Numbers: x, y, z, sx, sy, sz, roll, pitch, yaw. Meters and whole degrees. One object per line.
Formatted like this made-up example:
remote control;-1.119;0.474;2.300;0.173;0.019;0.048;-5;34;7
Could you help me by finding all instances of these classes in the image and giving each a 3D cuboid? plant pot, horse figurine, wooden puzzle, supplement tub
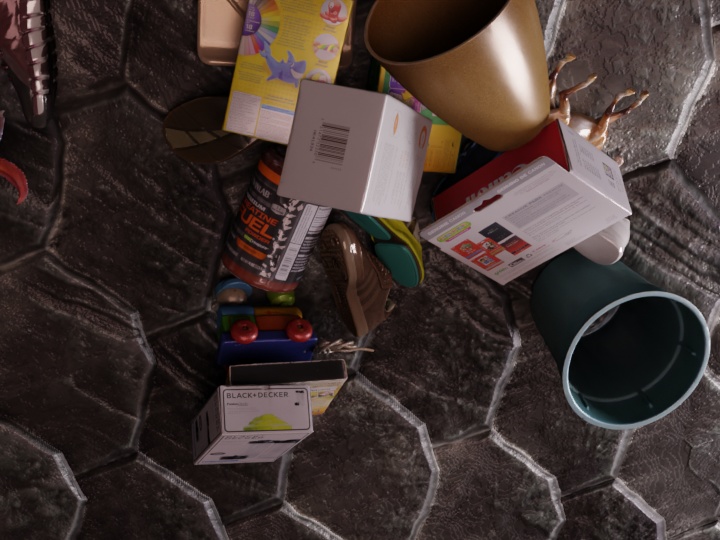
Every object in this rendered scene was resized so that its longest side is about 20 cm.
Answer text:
plant pot;0.330;0.075;1.369;0.199;0.196;0.201;-5;116;-10
horse figurine;0.278;-0.197;1.305;0.200;0.050;0.133;17;127;-28
wooden puzzle;-0.094;-0.336;1.171;0.184;0.037;0.201;0;110;-12
supplement tub;-0.090;-0.080;1.250;0.107;0.107;0.200;18;109;-20
plant pot;0.133;-0.231;1.138;0.186;0.187;0.200;-37;131;6

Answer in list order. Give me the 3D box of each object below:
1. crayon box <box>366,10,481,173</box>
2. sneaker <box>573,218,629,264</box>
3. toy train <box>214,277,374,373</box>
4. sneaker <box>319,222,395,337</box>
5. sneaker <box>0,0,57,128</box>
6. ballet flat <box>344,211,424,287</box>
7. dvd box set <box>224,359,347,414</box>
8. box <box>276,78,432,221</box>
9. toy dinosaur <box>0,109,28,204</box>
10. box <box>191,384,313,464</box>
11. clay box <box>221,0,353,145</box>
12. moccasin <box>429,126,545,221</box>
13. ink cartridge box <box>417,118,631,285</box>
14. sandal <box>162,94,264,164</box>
crayon box;0.070;-0.223;1.246;0.118;0.058;0.201;2;114;-14
sneaker;0.273;-0.096;1.352;0.200;0.089;0.075;39;143;-5
toy train;-0.090;0.065;1.319;0.199;0.116;0.085;-1;140;-18
sneaker;0.000;0.000;1.319;0.075;0.070;0.200;-32;143;-19
sneaker;-0.400;-0.257;1.121;0.115;0.076;0.201;-2;105;-7
ballet flat;0.042;-0.056;1.307;0.200;0.067;0.067;51;58;-46
dvd box set;-0.105;0.158;1.325;0.146;0.200;0.030;-2;70;-11
box;0.000;-0.127;1.118;0.097;0.200;0.125;13;94;17
toy dinosaur;-0.475;-0.164;1.104;0.181;0.200;0.105;16;96;-52
box;-0.142;0.197;1.288;0.116;0.060;0.200;2;159;-20
clay box;-0.078;-0.243;1.144;0.115;0.048;0.201;13;100;-3
moccasin;0.163;-0.134;1.300;0.080;0.068;0.200;21;132;-35
ink cartridge box;0.190;-0.086;1.231;0.200;0.084;0.175;-31;139;33
sandal;-0.138;-0.187;1.215;0.200;0.055;0.082;-25;95;10
